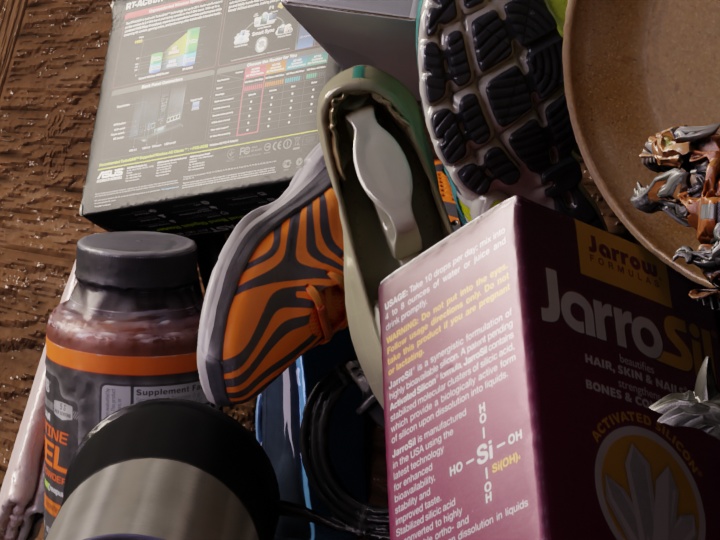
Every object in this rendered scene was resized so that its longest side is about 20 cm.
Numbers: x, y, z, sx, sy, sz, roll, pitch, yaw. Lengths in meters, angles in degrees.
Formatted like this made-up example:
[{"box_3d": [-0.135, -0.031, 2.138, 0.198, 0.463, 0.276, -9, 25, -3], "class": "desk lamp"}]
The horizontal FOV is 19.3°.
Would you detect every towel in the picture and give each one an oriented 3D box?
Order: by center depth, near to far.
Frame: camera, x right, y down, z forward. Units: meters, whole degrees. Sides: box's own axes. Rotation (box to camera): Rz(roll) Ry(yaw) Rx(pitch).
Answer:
[{"box_3d": [-0.204, 0.094, 1.390, 0.200, 0.032, 0.191, 127, 158, -64], "class": "towel"}]

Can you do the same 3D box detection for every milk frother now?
[{"box_3d": [-0.055, 0.130, 1.039, 0.200, 0.180, 0.188, -57, 8, 14], "class": "milk frother"}]

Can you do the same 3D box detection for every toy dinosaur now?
[{"box_3d": [0.185, 0.011, 0.848, 0.200, 0.102, 0.136, 39, 109, 55], "class": "toy dinosaur"}]

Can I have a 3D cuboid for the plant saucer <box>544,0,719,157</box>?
[{"box_3d": [0.113, -0.137, 1.000, 0.200, 0.031, 0.200, 24, 125, 39], "class": "plant saucer"}]

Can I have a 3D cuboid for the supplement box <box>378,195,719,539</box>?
[{"box_3d": [0.090, 0.089, 0.932, 0.103, 0.131, 0.200, -34, 48, 42], "class": "supplement box"}]

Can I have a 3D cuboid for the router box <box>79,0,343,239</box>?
[{"box_3d": [-0.070, -0.104, 1.280, 0.200, 0.062, 0.150, -7, 67, 35], "class": "router box"}]

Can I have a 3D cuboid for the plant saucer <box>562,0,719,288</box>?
[{"box_3d": [0.179, -0.086, 0.904, 0.200, 0.035, 0.200, 13, 111, 36], "class": "plant saucer"}]

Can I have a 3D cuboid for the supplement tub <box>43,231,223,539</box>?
[{"box_3d": [-0.134, 0.080, 1.250, 0.107, 0.107, 0.200, 20, 111, 58], "class": "supplement tub"}]

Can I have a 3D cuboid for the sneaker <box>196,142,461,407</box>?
[{"box_3d": [0.000, 0.000, 1.092, 0.112, 0.078, 0.200, 14, 48, 23], "class": "sneaker"}]

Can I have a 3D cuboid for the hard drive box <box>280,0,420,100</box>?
[{"box_3d": [0.035, -0.206, 1.130, 0.077, 0.156, 0.200, 10, 82, 18], "class": "hard drive box"}]

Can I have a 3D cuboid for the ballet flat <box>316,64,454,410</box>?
[{"box_3d": [0.022, -0.004, 1.030, 0.069, 0.069, 0.200, -18, 90, 52], "class": "ballet flat"}]

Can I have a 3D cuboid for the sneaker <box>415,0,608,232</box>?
[{"box_3d": [0.061, -0.060, 1.019, 0.080, 0.077, 0.200, 41, 151, 55], "class": "sneaker"}]

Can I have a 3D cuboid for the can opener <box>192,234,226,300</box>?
[{"box_3d": [-0.107, -0.020, 1.347, 0.079, 0.063, 0.200, 122, 148, -49], "class": "can opener"}]

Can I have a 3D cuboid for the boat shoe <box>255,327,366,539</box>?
[{"box_3d": [-0.041, 0.059, 1.187, 0.069, 0.084, 0.200, -15, 59, 40], "class": "boat shoe"}]
